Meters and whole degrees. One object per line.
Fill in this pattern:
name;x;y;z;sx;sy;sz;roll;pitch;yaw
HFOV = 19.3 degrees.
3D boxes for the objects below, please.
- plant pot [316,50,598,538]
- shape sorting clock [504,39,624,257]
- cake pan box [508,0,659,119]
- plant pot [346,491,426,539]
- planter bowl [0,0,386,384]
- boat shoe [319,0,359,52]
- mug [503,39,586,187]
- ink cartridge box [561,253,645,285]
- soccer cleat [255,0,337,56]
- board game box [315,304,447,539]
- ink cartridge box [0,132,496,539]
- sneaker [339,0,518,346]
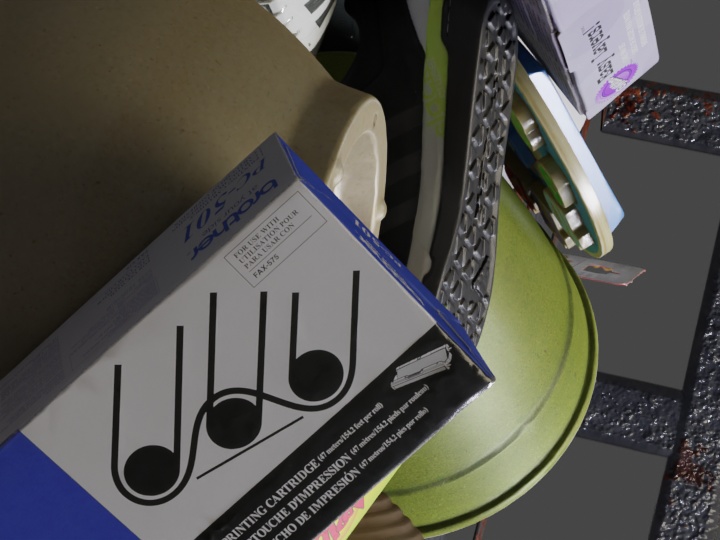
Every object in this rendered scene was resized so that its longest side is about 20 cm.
plant pot;0.000;0.000;1.026;0.193;0.200;0.201;63;39;-55
shape sorting clock;0.062;-0.089;1.041;0.039;0.200;0.200;-36;167;1
cake pan box;0.051;-0.170;0.908;0.052;0.184;0.200;-35;161;2
plant pot;-0.045;0.129;0.877;0.201;0.200;0.093;10;78;-80
planter bowl;-0.068;-0.015;0.727;0.200;0.134;0.201;12;90;-80
boat shoe;-0.025;-0.142;1.010;0.065;0.074;0.202;60;-12;28
mug;0.036;-0.136;1.246;0.149;0.187;0.153;-47;165;12
ink cartridge box;0.064;0.005;1.272;0.161;0.199;0.050;-18;120;-78
soccer cleat;-0.042;-0.115;0.827;0.200;0.068;0.085;-32;134;-77
board game box;-0.058;0.081;0.795;0.200;0.101;0.048;-52;146;-24
ink cartridge box;-0.066;0.062;0.644;0.200;0.094;0.044;-42;-156;7
sneaker;0.013;-0.033;0.896;0.072;0.083;0.201;27;71;-67
